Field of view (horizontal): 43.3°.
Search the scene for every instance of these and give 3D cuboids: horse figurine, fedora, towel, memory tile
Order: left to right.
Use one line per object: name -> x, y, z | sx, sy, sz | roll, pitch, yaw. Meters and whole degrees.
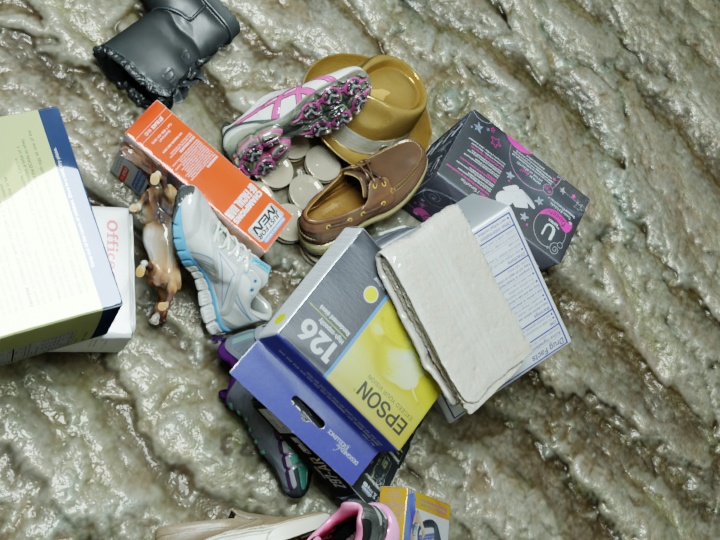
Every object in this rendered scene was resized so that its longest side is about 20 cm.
horse figurine -> -0.217, -0.036, 0.969 | 0.050, 0.133, 0.201 | -5, 93, -3
memory tile -> -0.060, -0.117, 1.168 | 0.153, 0.017, 0.201 | 33, 62, -12
fedora -> 0.023, -0.223, 1.190 | 0.200, 0.082, 0.202 | 14, 60, -24
towel -> 0.103, 0.041, 0.975 | 0.132, 0.034, 0.201 | -34, 101, -38

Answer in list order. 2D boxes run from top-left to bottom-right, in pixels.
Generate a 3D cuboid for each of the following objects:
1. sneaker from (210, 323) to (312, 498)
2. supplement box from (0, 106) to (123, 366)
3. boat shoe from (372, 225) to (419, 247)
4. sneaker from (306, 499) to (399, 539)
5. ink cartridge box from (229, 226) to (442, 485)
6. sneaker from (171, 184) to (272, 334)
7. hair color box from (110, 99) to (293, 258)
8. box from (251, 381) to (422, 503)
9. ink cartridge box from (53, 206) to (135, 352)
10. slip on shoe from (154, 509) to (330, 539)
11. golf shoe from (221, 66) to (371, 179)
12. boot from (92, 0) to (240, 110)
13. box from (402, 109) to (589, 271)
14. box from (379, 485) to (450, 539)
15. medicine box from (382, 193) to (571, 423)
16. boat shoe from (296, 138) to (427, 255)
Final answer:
sneaker -> -0.111, 0.163, 1.037 | 0.087, 0.074, 0.201 | -11, 92, 15
supplement box -> -0.352, -0.017, 0.833 | 0.199, 0.134, 0.201 | -17, 81, -26
boat shoe -> 0.000, 0.000, 1.129 | 0.199, 0.068, 0.072 | -31, 113, -9
sneaker -> -0.051, 0.315, 0.955 | 0.200, 0.095, 0.079 | -46, 58, -5
ink cartridge box -> -0.002, 0.093, 0.953 | 0.198, 0.047, 0.200 | 46, 68, -23
sneaker -> -0.145, -0.014, 0.995 | 0.086, 0.201, 0.075 | -5, 43, 11
hair color box -> -0.185, -0.089, 1.046 | 0.200, 0.111, 0.064 | 39, 62, -8
box -> -0.015, 0.152, 1.032 | 0.200, 0.043, 0.161 | 52, 50, -27
ink cartridge box -> -0.344, 0.009, 0.954 | 0.199, 0.087, 0.146 | 1, 73, -22
slip on shoe -> -0.124, 0.285, 0.980 | 0.199, 0.076, 0.061 | -11, 56, -25
golf shoe -> -0.083, -0.200, 1.111 | 0.199, 0.073, 0.092 | -30, 56, -1
boot -> -0.260, -0.302, 1.108 | 0.198, 0.073, 0.163 | 42, 64, -7
box -> 0.173, -0.089, 1.201 | 0.200, 0.132, 0.115 | 36, 65, -10
box -> 0.055, 0.354, 1.018 | 0.119, 0.041, 0.201 | 37, 52, -53
medicine box -> 0.122, 0.043, 1.086 | 0.182, 0.103, 0.201 | -32, 111, -9
boat shoe -> 0.006, -0.099, 1.115 | 0.200, 0.068, 0.072 | -38, 68, -16
